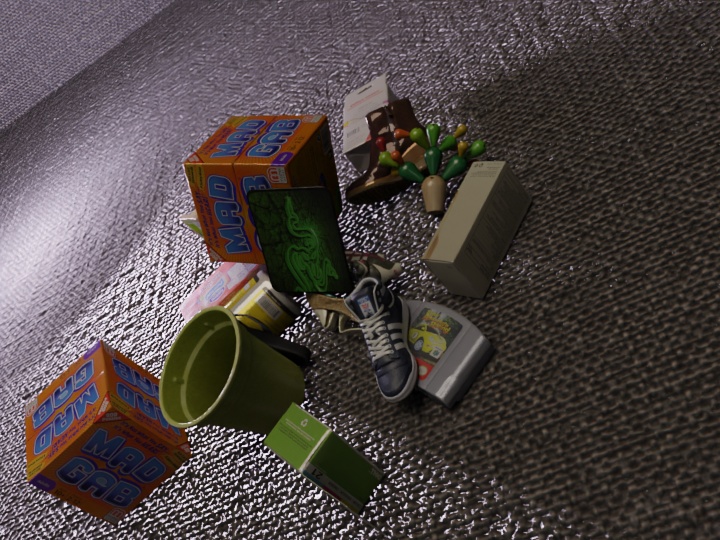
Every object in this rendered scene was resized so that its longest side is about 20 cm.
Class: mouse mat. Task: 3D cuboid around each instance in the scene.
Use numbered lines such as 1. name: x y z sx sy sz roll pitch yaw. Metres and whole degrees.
1. mouse mat: -0.102 -0.048 1.326 0.160 0.201 0.008 0 30 24

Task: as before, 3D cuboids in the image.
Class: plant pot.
1. plant pot: -0.198 0.185 1.296 0.200 0.184 0.202 -25 51 35

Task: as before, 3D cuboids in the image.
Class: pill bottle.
1. pill bottle: -0.214 0.105 1.460 0.200 0.111 0.111 -44 37 -1

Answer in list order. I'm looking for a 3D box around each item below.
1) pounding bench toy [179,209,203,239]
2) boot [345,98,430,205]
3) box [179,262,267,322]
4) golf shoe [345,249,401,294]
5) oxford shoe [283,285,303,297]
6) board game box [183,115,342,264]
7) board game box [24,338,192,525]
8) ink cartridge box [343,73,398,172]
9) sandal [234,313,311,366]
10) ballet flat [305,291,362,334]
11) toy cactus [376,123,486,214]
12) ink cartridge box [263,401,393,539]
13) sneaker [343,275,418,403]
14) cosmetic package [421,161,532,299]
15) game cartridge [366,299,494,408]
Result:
1. pounding bench toy: -0.269 -0.133 1.686 0.157 0.124 0.200 -56 25 -15
2. boot: 0.040 -0.231 1.533 0.199 0.072 0.167 -25 66 3
3. box: -0.248 0.053 1.553 0.200 0.095 0.103 -44 37 1
4. golf shoe: 0.000 0.000 1.409 0.087 0.078 0.200 -13 16 -21
5. oxford shoe: -0.102 -0.003 1.482 0.072 0.085 0.200 16 36 4
6. board game box: -0.168 -0.149 1.433 0.198 0.201 0.200 3 35 19
7. board game box: -0.464 0.295 1.437 0.200 0.200 0.200 -41 38 5
8. ink cartridge box: 0.027 -0.316 1.669 0.116 0.068 0.201 -24 44 24
9. sandal: -0.180 0.114 1.379 0.076 0.199 0.043 125 166 -60
10. ballet flat: -0.035 0.075 1.366 0.199 0.070 0.066 5 73 49
11. toy cactus: 0.129 -0.183 1.429 0.198 0.102 0.167 -2 80 2
12. ink cartridge box: -0.021 0.283 1.090 0.199 0.148 0.076 20 68 49
13. sneaker: 0.029 0.097 1.191 0.070 0.109 0.201 -26 41 22
14. cosmetic package: 0.189 -0.067 1.261 0.071 0.105 0.201 7 59 47
15. game cartridge: 0.108 0.119 1.217 0.133 0.041 0.199 -50 38 -13
